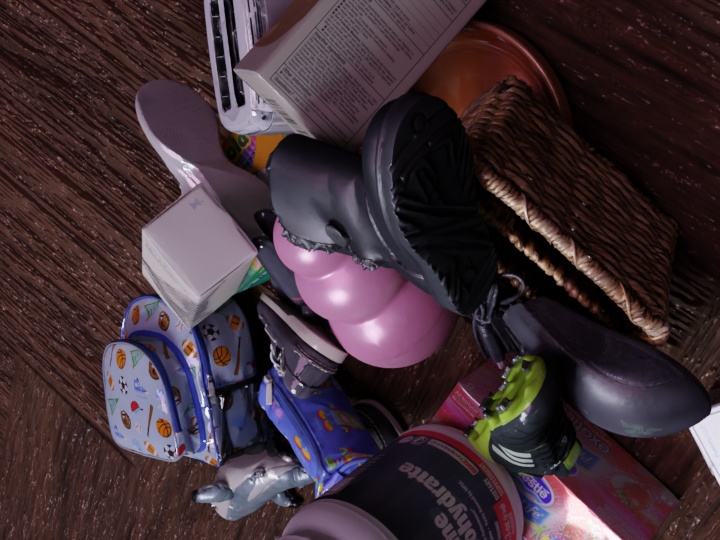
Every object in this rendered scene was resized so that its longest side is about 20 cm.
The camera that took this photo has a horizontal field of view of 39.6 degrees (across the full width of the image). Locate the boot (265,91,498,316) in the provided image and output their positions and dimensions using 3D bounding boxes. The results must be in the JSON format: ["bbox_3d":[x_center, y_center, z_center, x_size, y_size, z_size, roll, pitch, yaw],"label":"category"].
[{"bbox_3d":[-0.003,-0.058,0.680,0.168,0.076,0.200,24,159,32],"label":"boot"}]

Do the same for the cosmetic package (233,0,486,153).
[{"bbox_3d":[0.008,-0.194,0.779,0.105,0.200,0.071,44,174,-25],"label":"cosmetic package"}]

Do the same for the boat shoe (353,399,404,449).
[{"bbox_3d":[0.021,0.233,1.020,0.074,0.060,0.200,-8,100,45],"label":"boat shoe"}]

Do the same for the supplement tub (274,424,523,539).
[{"bbox_3d":[0.025,0.224,0.798,0.140,0.200,0.141,20,122,34],"label":"supplement tub"}]

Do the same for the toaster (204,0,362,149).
[{"bbox_3d":[-0.056,-0.191,0.860,0.114,0.129,0.200,7,105,63],"label":"toaster"}]

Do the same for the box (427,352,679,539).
[{"bbox_3d":[0.158,0.178,0.871,0.200,0.095,0.103,44,128,18],"label":"box"}]

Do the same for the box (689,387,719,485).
[{"bbox_3d":[0.353,0.117,0.721,0.200,0.060,0.117,-32,85,40],"label":"box"}]

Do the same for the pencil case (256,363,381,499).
[{"bbox_3d":[-0.038,0.158,0.974,0.078,0.087,0.200,-56,36,12],"label":"pencil case"}]

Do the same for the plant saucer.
[{"bbox_3d":[0.092,-0.116,0.862,0.200,0.032,0.201,14,113,35],"label":"plant saucer"}]

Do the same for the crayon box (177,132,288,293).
[{"bbox_3d":[-0.093,-0.080,1.000,0.200,0.058,0.119,-43,78,39],"label":"crayon box"}]

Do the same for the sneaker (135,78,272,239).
[{"bbox_3d":[-0.159,-0.092,0.970,0.200,0.075,0.089,53,146,13],"label":"sneaker"}]

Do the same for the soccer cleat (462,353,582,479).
[{"bbox_3d":[0.128,0.112,0.724,0.081,0.068,0.200,30,165,8],"label":"soccer cleat"}]

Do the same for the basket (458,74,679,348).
[{"bbox_3d":[0.123,-0.018,0.756,0.200,0.149,0.143,40,129,-10],"label":"basket"}]

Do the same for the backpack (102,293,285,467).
[{"bbox_3d":[-0.195,0.112,1.097,0.200,0.154,0.191,1,96,41],"label":"backpack"}]

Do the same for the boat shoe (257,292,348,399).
[{"bbox_3d":[-0.072,0.072,0.974,0.063,0.073,0.200,-58,21,-1],"label":"boat shoe"}]

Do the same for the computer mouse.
[{"bbox_3d":[0.155,0.072,0.734,0.200,0.053,0.139,26,158,30],"label":"computer mouse"}]

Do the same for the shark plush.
[{"bbox_3d":[-0.094,0.236,1.135,0.200,0.091,0.083,-22,112,20],"label":"shark plush"}]

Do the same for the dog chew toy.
[{"bbox_3d":[0.000,0.000,0.871,0.124,0.125,0.200,-9,142,39],"label":"dog chew toy"}]

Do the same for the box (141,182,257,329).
[{"bbox_3d":[-0.153,-0.007,0.922,0.082,0.068,0.200,50,164,2],"label":"box"}]

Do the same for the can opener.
[{"bbox_3d":[-0.059,0.006,0.940,0.078,0.200,0.064,-11,67,10],"label":"can opener"}]
